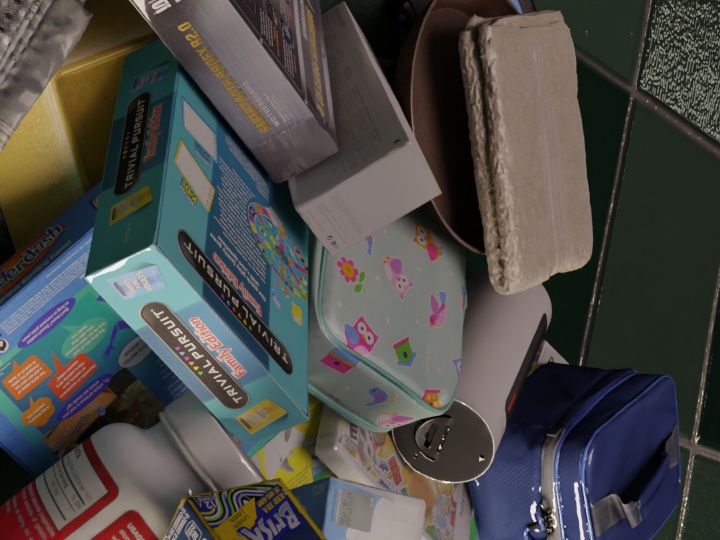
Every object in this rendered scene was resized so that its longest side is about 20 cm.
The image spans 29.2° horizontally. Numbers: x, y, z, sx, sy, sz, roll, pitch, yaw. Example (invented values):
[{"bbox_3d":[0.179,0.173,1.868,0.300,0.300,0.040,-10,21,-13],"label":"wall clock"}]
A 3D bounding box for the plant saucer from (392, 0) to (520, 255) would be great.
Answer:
[{"bbox_3d":[0.079,-0.111,1.011,0.200,0.034,0.202,7,82,-54],"label":"plant saucer"}]

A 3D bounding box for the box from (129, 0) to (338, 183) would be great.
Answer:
[{"bbox_3d":[-0.079,-0.176,0.864,0.159,0.048,0.201,52,20,-39],"label":"box"}]

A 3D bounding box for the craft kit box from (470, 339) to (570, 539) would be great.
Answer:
[{"bbox_3d":[0.167,0.193,1.257,0.197,0.048,0.201,39,64,-40],"label":"craft kit box"}]

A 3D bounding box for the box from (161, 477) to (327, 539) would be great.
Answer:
[{"bbox_3d":[-0.089,0.207,0.740,0.070,0.064,0.201,-4,132,-45],"label":"box"}]

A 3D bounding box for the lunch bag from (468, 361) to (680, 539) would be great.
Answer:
[{"bbox_3d":[0.183,0.163,1.128,0.200,0.132,0.137,-31,115,-50],"label":"lunch bag"}]

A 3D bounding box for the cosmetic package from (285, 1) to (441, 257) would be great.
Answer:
[{"bbox_3d":[-0.014,-0.097,0.908,0.082,0.200,0.051,-31,126,9],"label":"cosmetic package"}]

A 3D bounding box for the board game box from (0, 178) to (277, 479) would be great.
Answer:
[{"bbox_3d":[-0.148,0.066,0.840,0.152,0.045,0.200,-41,125,-7],"label":"board game box"}]

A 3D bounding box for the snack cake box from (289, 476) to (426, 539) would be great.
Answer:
[{"bbox_3d":[-0.043,0.199,0.834,0.067,0.200,0.116,17,67,-23],"label":"snack cake box"}]

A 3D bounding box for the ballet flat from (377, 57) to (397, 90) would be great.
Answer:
[{"bbox_3d":[0.037,-0.077,1.069,0.067,0.063,0.201,-50,128,-31],"label":"ballet flat"}]

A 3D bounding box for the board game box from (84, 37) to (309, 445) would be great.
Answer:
[{"bbox_3d":[-0.087,-0.023,0.802,0.151,0.047,0.201,53,23,-36],"label":"board game box"}]

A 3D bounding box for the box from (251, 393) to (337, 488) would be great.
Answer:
[{"bbox_3d":[-0.066,0.139,0.986,0.117,0.048,0.201,-35,116,-42],"label":"box"}]

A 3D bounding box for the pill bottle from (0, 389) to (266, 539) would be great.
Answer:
[{"bbox_3d":[-0.149,0.161,0.787,0.200,0.112,0.112,-38,125,-7],"label":"pill bottle"}]

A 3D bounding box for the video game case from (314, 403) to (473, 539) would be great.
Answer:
[{"bbox_3d":[0.038,0.115,1.074,0.200,0.023,0.183,49,38,-38],"label":"video game case"}]

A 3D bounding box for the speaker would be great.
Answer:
[{"bbox_3d":[0.090,0.077,1.081,0.200,0.081,0.082,-56,133,-55],"label":"speaker"}]

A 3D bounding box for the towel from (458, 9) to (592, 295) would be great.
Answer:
[{"bbox_3d":[0.123,-0.090,1.015,0.132,0.034,0.201,-18,103,-52],"label":"towel"}]

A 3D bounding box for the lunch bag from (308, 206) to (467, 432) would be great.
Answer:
[{"bbox_3d":[0.000,0.000,0.978,0.160,0.077,0.201,34,46,-34],"label":"lunch bag"}]

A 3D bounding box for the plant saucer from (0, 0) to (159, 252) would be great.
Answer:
[{"bbox_3d":[-0.139,-0.079,0.883,0.200,0.048,0.201,-32,117,-43],"label":"plant saucer"}]

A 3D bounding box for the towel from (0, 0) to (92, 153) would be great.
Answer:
[{"bbox_3d":[-0.247,-0.154,0.736,0.200,0.034,0.193,38,65,-29],"label":"towel"}]

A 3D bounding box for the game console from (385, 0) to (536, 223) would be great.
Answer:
[{"bbox_3d":[0.108,-0.137,1.096,0.170,0.118,0.201,-36,123,-14],"label":"game console"}]
